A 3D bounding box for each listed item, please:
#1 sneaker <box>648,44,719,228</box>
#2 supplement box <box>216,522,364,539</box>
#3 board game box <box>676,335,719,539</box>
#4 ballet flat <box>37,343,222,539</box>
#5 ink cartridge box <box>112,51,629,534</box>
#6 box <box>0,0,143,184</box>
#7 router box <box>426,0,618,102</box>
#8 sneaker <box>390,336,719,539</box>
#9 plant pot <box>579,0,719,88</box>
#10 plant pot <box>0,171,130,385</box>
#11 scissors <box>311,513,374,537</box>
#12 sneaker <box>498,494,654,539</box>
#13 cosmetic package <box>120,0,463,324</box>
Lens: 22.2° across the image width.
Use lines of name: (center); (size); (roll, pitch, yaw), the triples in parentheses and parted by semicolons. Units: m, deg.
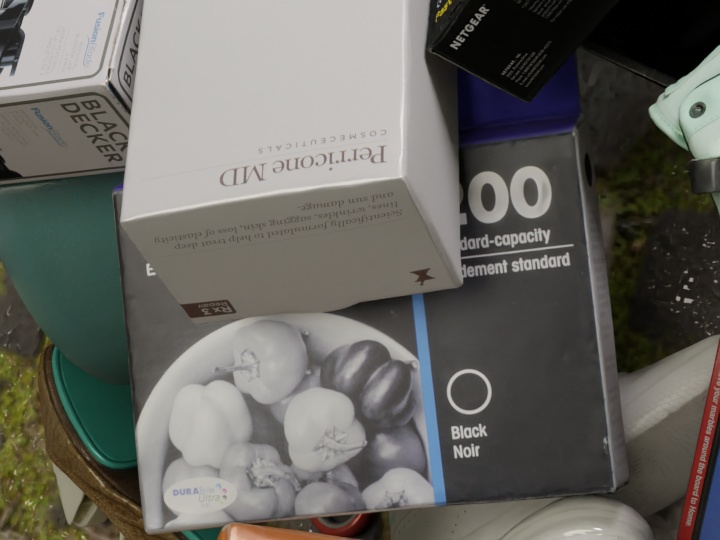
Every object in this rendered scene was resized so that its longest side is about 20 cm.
sneaker: (0.146, -0.099, 0.620); (0.118, 0.074, 0.201); (-14, 74, 21)
supplement box: (-0.048, 0.175, 0.809); (0.066, 0.200, 0.069); (9, 63, -10)
board game box: (0.186, 0.071, 0.726); (0.103, 0.019, 0.200); (17, 121, 20)
ballet flat: (-0.113, 0.121, 0.947); (0.200, 0.068, 0.072); (43, 120, 27)
ink cartridge box: (0.000, 0.000, 0.754); (0.198, 0.043, 0.200); (-7, 86, 11)
box: (-0.170, -0.096, 0.793); (0.200, 0.060, 0.117); (-6, 56, 21)
router box: (0.099, -0.179, 0.670); (0.200, 0.051, 0.149); (-49, 23, 38)
sneaker: (0.088, 0.077, 0.822); (0.200, 0.075, 0.089); (-39, 50, 18)
plant pot: (0.235, -0.119, 0.723); (0.200, 0.177, 0.200); (31, 95, 33)
plant pot: (-0.065, -0.061, 0.881); (0.161, 0.201, 0.201); (-16, 71, 20)
scissors: (0.030, 0.050, 0.899); (0.200, 0.014, 0.073); (-46, 58, 15)
sneaker: (0.046, 0.178, 0.765); (0.200, 0.075, 0.089); (-48, 26, 34)
cosmetic package: (-0.022, -0.086, 0.718); (0.113, 0.081, 0.200); (-10, 54, 14)
